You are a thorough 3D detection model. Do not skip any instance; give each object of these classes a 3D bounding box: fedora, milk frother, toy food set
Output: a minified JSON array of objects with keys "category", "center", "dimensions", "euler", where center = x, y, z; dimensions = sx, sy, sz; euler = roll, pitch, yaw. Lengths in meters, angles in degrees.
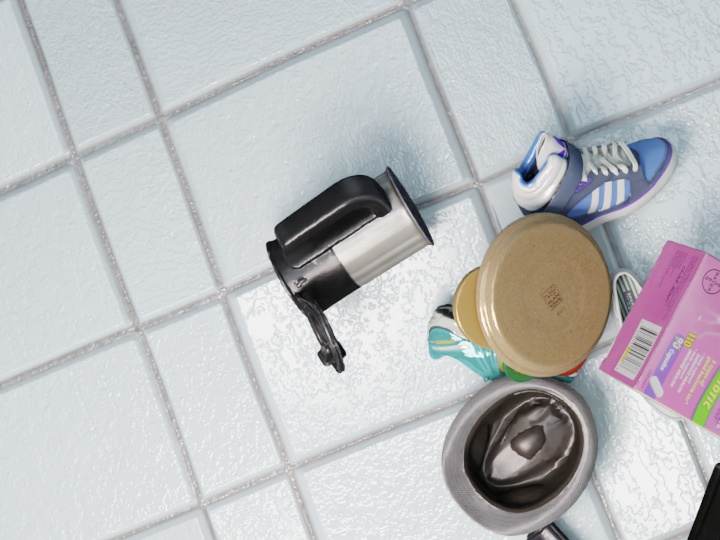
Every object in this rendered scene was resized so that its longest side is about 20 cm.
[{"category":"fedora","center":[0.198,0.222,1.674],"dimensions":[0.176,0.090,0.201],"euler":[39,92,9]},{"category":"milk frother","center":[0.000,0.000,1.674],"dimensions":[0.187,0.180,0.201],"euler":[-32,79,9]},{"category":"toy food set","center":[0.216,0.033,1.616],"dimensions":[0.198,0.049,0.201],"euler":[40,74,-21]}]

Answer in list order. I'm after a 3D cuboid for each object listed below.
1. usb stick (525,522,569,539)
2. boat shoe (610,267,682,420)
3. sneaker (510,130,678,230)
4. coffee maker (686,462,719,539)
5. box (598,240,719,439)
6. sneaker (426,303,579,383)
[{"category":"usb stick","center":[0.284,0.393,1.675],"dimensions":[0.200,0.033,0.056],"euler":[47,129,10]},{"category":"boat shoe","center":[0.350,0.093,1.662],"dimensions":[0.073,0.067,0.202],"euler":[-29,83,9]},{"category":"sneaker","center":[0.277,-0.128,1.641],"dimensions":[0.199,0.147,0.081],"euler":[-31,45,12]},{"category":"coffee maker","center":[0.426,0.333,1.604],"dimensions":[0.190,0.135,0.202],"euler":[23,92,12]},{"category":"box","center":[0.415,0.093,1.592],"dimensions":[0.199,0.097,0.177],"euler":[29,91,-19]},{"category":"sneaker","center":[0.179,0.102,1.704],"dimensions":[0.198,0.078,0.081],"euler":[17,112,13]}]
